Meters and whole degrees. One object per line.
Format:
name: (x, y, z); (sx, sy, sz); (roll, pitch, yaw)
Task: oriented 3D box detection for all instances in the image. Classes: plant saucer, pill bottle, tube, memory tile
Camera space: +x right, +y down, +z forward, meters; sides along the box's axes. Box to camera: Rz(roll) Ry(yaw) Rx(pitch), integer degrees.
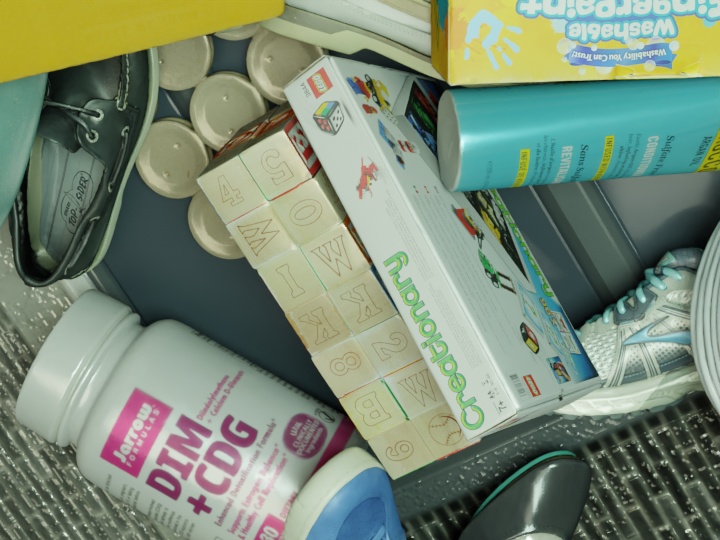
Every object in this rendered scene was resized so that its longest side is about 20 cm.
plant saucer: (-0.213, -0.091, 0.785); (0.036, 0.201, 0.201); (12, 121, -26)
pill bottle: (-0.104, 0.101, 0.857); (0.199, 0.113, 0.114); (29, 117, 3)
tube: (0.140, -0.072, 0.704); (0.198, 0.051, 0.078); (-5, 155, -9)
memory tile: (-0.093, -0.113, 0.818); (0.153, 0.017, 0.200); (-36, 99, 26)

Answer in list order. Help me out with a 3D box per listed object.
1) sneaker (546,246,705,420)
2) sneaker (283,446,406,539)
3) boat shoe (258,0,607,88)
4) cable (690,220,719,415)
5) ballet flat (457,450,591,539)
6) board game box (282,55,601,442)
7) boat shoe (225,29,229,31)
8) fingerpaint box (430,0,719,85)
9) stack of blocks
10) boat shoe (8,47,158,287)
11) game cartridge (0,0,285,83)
sneaker: (0.169, 0.030, 0.779); (0.198, 0.078, 0.087); (-8, 99, 12)
sneaker: (0.021, 0.187, 0.786); (0.111, 0.077, 0.201); (37, 150, 29)
boat shoe: (0.045, -0.142, 0.731); (0.198, 0.075, 0.069); (14, 111, 4)
cable: (0.272, 0.024, 0.698); (0.200, 0.069, 0.200); (-40, 93, -3)
ballet flat: (0.081, 0.196, 0.865); (0.073, 0.073, 0.200); (40, 119, -3)
board game box: (0.046, -0.015, 0.718); (0.035, 0.126, 0.201); (-33, 76, 25)
boat shoe: (-0.141, -0.185, 0.713); (0.066, 0.075, 0.199); (-12, 152, 36)
fingerpaint box: (0.133, -0.176, 0.651); (0.198, 0.073, 0.168); (-3, 106, -4)
stack of blocks: (0.000, 0.000, 0.777); (0.058, 0.115, 0.201); (-27, 106, 21)
boat shoe: (-0.172, -0.078, 0.810); (0.074, 0.066, 0.200); (25, 117, 6)
game cartridge: (-0.120, -0.196, 0.624); (0.175, 0.032, 0.201); (-15, 124, -10)
